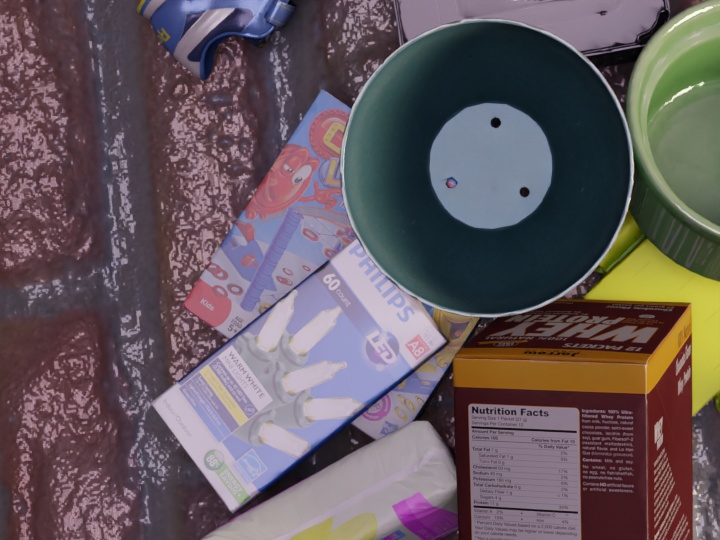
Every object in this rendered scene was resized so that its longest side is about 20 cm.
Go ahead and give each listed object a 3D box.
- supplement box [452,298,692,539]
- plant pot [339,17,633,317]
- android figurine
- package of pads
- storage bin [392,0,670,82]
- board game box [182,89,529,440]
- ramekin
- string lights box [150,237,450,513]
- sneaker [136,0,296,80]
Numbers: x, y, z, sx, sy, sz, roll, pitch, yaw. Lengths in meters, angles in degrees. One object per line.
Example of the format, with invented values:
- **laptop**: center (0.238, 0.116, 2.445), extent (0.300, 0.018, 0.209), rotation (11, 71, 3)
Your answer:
- **supplement box**: center (0.155, 0.137, 1.415), extent (0.132, 0.197, 0.202), rotation (1, 101, 18)
- **plant pot**: center (0.091, -0.073, 1.423), extent (0.198, 0.135, 0.202), rotation (0, 94, 6)
- **android figurine**: center (0.253, 0.022, 1.513), extent (0.200, 0.041, 0.182), rotation (-44, 85, 4)
- **package of pads**: center (-0.014, 0.189, 1.480), extent (0.199, 0.155, 0.069), rotation (-28, 74, 2)
- **storage bin**: center (0.124, -0.215, 1.504), extent (0.198, 0.094, 0.137), rotation (-9, 88, 6)
- **board game box**: center (0.000, 0.000, 1.530), extent (0.199, 0.056, 0.197), rotation (33, 93, 5)
- **ramekin**: center (0.280, -0.088, 1.451), extent (0.198, 0.098, 0.202), rotation (2, 67, -4)
- **string lights box**: center (-0.042, 0.074, 1.475), extent (0.200, 0.059, 0.103), rotation (-39, 84, 4)
- **sneaker**: center (-0.070, -0.221, 1.535), extent (0.199, 0.074, 0.083), rotation (-30, 88, 12)
